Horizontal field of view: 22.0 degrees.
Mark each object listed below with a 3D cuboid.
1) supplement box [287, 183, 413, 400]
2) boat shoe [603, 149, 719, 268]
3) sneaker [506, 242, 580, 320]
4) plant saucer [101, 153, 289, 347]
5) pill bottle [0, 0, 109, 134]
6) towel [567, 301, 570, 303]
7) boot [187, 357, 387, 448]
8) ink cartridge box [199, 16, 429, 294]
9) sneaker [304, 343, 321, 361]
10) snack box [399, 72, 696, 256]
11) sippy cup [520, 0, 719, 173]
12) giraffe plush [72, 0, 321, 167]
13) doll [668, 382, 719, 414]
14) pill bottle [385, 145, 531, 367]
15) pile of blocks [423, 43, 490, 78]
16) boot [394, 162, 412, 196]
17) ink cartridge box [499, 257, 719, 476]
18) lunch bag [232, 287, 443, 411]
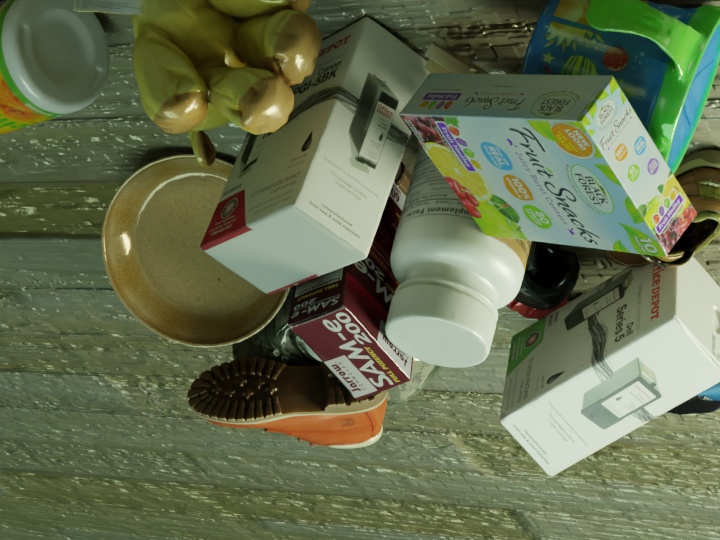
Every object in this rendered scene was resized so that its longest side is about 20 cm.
[{"bbox_3d":[0.000,0.000,1.613,0.061,0.200,0.109,-21,130,27],"label":"supplement box"},{"bbox_3d":[0.266,-0.039,1.638,0.072,0.068,0.200,20,154,-11],"label":"boat shoe"},{"bbox_3d":[0.121,-0.018,1.757,0.200,0.071,0.098,21,153,-13],"label":"sneaker"},{"bbox_3d":[-0.158,-0.023,1.844,0.200,0.035,0.200,4,108,13],"label":"plant saucer"},{"bbox_3d":[-0.328,-0.178,1.661,0.200,0.111,0.111,-11,142,42],"label":"pill bottle"},{"bbox_3d":[0.284,0.082,1.907,0.147,0.024,0.200,-4,148,31],"label":"towel"},{"bbox_3d":[-0.071,0.143,1.858,0.200,0.075,0.107,0,144,3],"label":"boot"},{"bbox_3d":[-0.036,-0.096,1.558,0.083,0.200,0.147,35,148,-25],"label":"ink cartridge box"},{"bbox_3d":[0.046,0.033,1.787,0.073,0.200,0.085,63,159,6],"label":"sneaker"},{"bbox_3d":[0.140,-0.083,1.408,0.200,0.053,0.142,8,145,50],"label":"snack box"},{"bbox_3d":[0.196,-0.152,1.412,0.130,0.140,0.178,21,129,14],"label":"sippy cup"},{"bbox_3d":[-0.125,-0.168,1.535,0.200,0.173,0.162,19,162,14],"label":"giraffe plush"},{"bbox_3d":[0.329,0.116,1.805,0.136,0.049,0.200,-11,176,40],"label":"doll"},{"bbox_3d":[0.087,-0.026,1.570,0.114,0.200,0.114,13,152,7],"label":"pill bottle"},{"bbox_3d":[0.130,-0.108,1.508,0.200,0.062,0.082,31,-169,6],"label":"pile of blocks"},{"bbox_3d":[-0.058,-0.085,1.726,0.200,0.075,0.097,-18,130,22],"label":"boot"},{"bbox_3d":[0.235,0.079,1.710,0.200,0.146,0.084,-34,110,26],"label":"ink cartridge box"},{"bbox_3d":[-0.013,0.054,1.909,0.200,0.139,0.168,33,132,-31],"label":"lunch bag"}]
